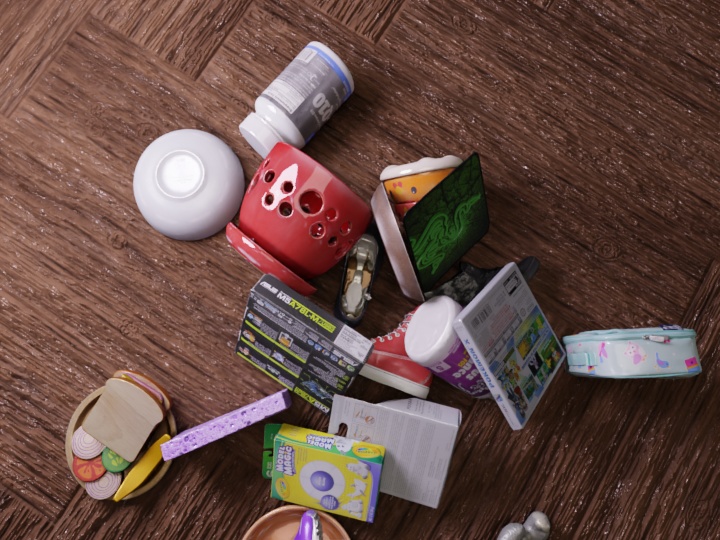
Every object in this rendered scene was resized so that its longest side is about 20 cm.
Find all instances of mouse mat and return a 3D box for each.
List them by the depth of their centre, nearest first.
[{"bbox_3d":[0.149,-0.079,0.871,0.200,0.162,0.007,-41,41,-25],"label":"mouse mat"}]

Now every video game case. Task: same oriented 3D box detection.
[{"bbox_3d":[0.236,0.108,0.813,0.199,0.022,0.184,-35,96,-44],"label":"video game case"}]

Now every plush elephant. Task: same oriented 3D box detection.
[{"bbox_3d":[0.244,0.483,0.790,0.197,0.155,0.168,-12,81,-4],"label":"plush elephant"}]

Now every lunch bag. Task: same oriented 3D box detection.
[{"bbox_3d":[0.414,0.130,0.828,0.157,0.200,0.079,1,79,0],"label":"lunch bag"}]

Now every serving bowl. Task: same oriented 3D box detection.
[{"bbox_3d":[-0.307,-0.159,0.924,0.196,0.066,0.204,0,80,-1],"label":"serving bowl"}]

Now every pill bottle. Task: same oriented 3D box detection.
[{"bbox_3d":[0.175,0.134,0.840,0.199,0.112,0.113,33,80,-24],"label":"pill bottle"},{"bbox_3d":[-0.113,-0.288,0.925,0.113,0.114,0.201,40,83,5],"label":"pill bottle"}]

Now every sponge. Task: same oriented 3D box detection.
[{"bbox_3d":[-0.208,0.242,0.840,0.197,0.112,0.030,-22,83,-5],"label":"sponge"}]

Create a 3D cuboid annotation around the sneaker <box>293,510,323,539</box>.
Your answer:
[{"bbox_3d":[-0.114,0.466,0.792,0.098,0.070,0.204,8,80,2],"label":"sneaker"}]

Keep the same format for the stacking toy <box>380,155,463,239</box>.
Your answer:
[{"bbox_3d":[0.118,-0.088,0.906,0.143,0.146,0.204,-10,97,-3],"label":"stacking toy"}]

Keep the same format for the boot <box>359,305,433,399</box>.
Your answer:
[{"bbox_3d":[0.040,0.115,0.890,0.197,0.072,0.147,20,80,-6],"label":"boot"}]

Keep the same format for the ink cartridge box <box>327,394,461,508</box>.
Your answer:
[{"bbox_3d":[0.048,0.277,0.842,0.197,0.057,0.165,14,111,12],"label":"ink cartridge box"}]

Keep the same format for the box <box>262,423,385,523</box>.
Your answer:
[{"bbox_3d":[-0.065,0.316,0.831,0.196,0.048,0.119,10,111,10],"label":"box"}]

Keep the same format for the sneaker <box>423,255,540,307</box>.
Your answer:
[{"bbox_3d":[0.210,0.016,0.912,0.199,0.060,0.104,-41,88,-4],"label":"sneaker"}]

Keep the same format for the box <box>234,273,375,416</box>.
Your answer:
[{"bbox_3d":[-0.096,0.123,0.827,0.198,0.194,0.048,32,51,5],"label":"box"}]

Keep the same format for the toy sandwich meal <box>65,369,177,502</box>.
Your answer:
[{"bbox_3d":[-0.390,0.271,0.851,0.201,0.070,0.209,0,81,-1],"label":"toy sandwich meal"}]

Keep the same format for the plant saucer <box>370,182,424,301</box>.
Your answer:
[{"bbox_3d":[0.057,-0.041,0.849,0.032,0.200,0.203,-21,82,5],"label":"plant saucer"}]

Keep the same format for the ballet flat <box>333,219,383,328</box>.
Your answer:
[{"bbox_3d":[0.000,0.000,0.905,0.072,0.073,0.203,14,81,1],"label":"ballet flat"}]

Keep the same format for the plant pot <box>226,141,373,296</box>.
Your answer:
[{"bbox_3d":[-0.107,-0.077,0.852,0.200,0.200,0.183,38,88,5],"label":"plant pot"}]

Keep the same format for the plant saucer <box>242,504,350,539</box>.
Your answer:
[{"bbox_3d":[-0.102,0.479,0.843,0.196,0.037,0.204,0,80,-2],"label":"plant saucer"}]
